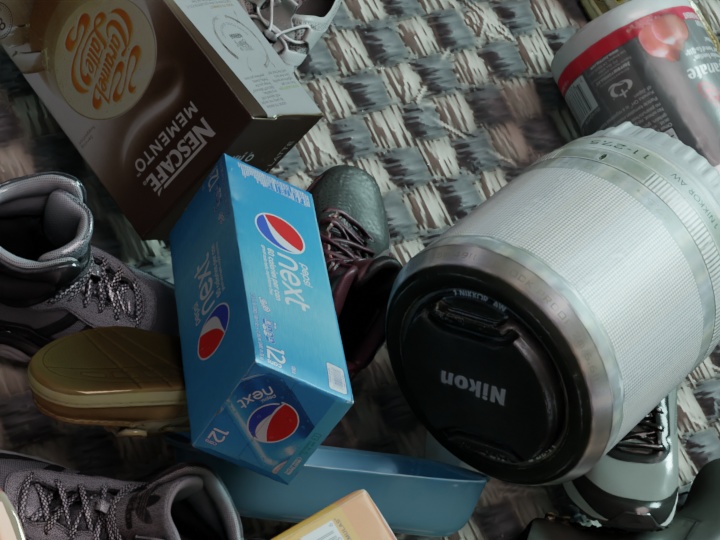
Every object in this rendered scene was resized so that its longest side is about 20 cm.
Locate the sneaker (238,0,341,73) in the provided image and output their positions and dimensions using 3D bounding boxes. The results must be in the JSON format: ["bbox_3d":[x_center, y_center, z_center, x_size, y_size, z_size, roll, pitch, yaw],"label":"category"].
[{"bbox_3d":[-0.070,-0.150,1.585,0.075,0.082,0.200,36,56,-8],"label":"sneaker"}]

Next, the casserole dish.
[{"bbox_3d":[-0.020,0.126,1.441,0.199,0.121,0.039,7,92,-20],"label":"casserole dish"}]

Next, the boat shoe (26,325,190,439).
[{"bbox_3d":[-0.110,0.072,1.397,0.073,0.063,0.200,32,23,32],"label":"boat shoe"}]

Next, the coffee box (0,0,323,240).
[{"bbox_3d":[-0.133,-0.132,1.493,0.200,0.114,0.080,52,27,16],"label":"coffee box"}]

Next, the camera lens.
[{"bbox_3d":[0.124,0.021,1.463,0.160,0.160,0.200,50,50,3],"label":"camera lens"}]

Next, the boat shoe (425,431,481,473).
[{"bbox_3d":[0.093,0.069,1.575,0.068,0.072,0.200,28,44,-14],"label":"boat shoe"}]

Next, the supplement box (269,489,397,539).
[{"bbox_3d":[-0.066,0.186,1.241,0.200,0.067,0.069,-24,81,-37],"label":"supplement box"}]

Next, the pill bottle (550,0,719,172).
[{"bbox_3d":[0.224,-0.085,1.708,0.110,0.111,0.200,-17,73,-37],"label":"pill bottle"}]

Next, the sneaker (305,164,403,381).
[{"bbox_3d":[0.000,0.000,1.521,0.075,0.116,0.201,24,54,-17],"label":"sneaker"}]

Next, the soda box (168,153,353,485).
[{"bbox_3d":[-0.059,0.024,1.369,0.064,0.068,0.200,25,28,-23],"label":"soda box"}]

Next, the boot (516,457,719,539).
[{"bbox_3d":[0.170,0.168,1.560,0.138,0.078,0.200,30,45,-1],"label":"boot"}]

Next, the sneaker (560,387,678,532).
[{"bbox_3d":[0.169,0.087,1.567,0.074,0.080,0.200,7,40,-2],"label":"sneaker"}]

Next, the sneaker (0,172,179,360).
[{"bbox_3d":[-0.160,0.006,1.413,0.199,0.114,0.076,13,58,-24],"label":"sneaker"}]

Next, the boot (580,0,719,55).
[{"bbox_3d":[0.217,-0.244,1.767,0.072,0.155,0.200,-35,84,-40],"label":"boot"}]

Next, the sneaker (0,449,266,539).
[{"bbox_3d":[-0.145,0.134,1.355,0.199,0.114,0.076,22,60,-20],"label":"sneaker"}]

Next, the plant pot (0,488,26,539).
[{"bbox_3d":[-0.260,0.173,1.225,0.200,0.177,0.201,15,56,-24],"label":"plant pot"}]
